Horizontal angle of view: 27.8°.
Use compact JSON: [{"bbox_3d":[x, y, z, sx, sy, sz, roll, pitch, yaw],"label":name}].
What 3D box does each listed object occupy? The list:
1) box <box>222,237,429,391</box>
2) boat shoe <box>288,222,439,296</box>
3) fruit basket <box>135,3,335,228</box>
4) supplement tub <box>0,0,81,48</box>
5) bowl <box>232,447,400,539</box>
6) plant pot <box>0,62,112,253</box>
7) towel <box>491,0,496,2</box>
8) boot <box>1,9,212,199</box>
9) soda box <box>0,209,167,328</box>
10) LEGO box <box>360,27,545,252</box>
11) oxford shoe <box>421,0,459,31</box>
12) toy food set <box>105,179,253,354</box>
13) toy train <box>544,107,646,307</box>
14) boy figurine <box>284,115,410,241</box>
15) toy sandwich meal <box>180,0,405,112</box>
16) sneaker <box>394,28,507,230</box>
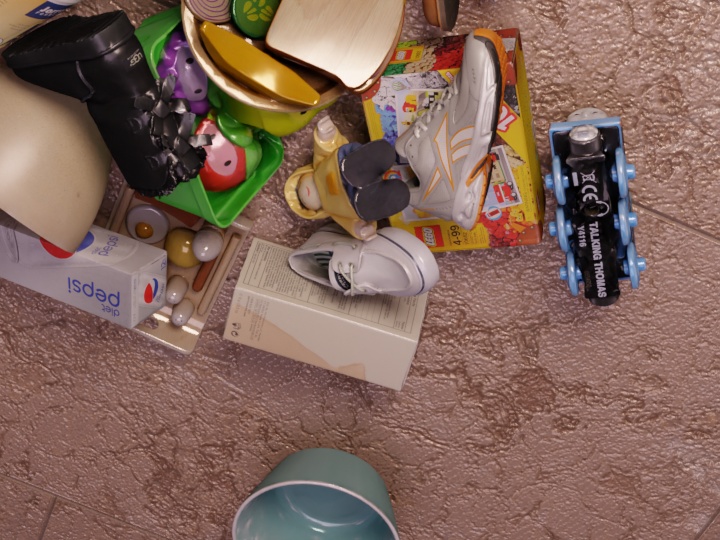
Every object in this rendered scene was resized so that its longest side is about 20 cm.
[{"bbox_3d":[-0.035,0.046,1.543,0.199,0.095,0.078,18,128,0],"label":"box"},{"bbox_3d":[0.000,0.000,1.449,0.200,0.067,0.074,8,126,58],"label":"boat shoe"},{"bbox_3d":[-0.118,-0.160,1.388,0.215,0.156,0.216,18,135,19],"label":"fruit basket"},{"bbox_3d":[-0.325,-0.289,1.325,0.199,0.145,0.145,-24,118,26],"label":"supplement tub"},{"bbox_3d":[-0.043,0.287,1.711,0.200,0.105,0.201,5,126,7],"label":"bowl"},{"bbox_3d":[-0.321,-0.131,1.432,0.200,0.200,0.135,38,89,-16],"label":"plant pot"},{"bbox_3d":[0.112,-0.345,1.230,0.132,0.034,0.200,-39,116,-2],"label":"towel"},{"bbox_3d":[-0.230,-0.149,1.325,0.198,0.073,0.163,4,130,48],"label":"boot"},{"bbox_3d":[-0.301,-0.009,1.530,0.199,0.063,0.069,20,122,23],"label":"soda box"},{"bbox_3d":[0.092,-0.122,1.404,0.148,0.077,0.201,-5,124,14],"label":"LEGO box"},{"bbox_3d":[0.045,-0.307,1.290,0.071,0.071,0.201,-6,113,21],"label":"oxford shoe"},{"bbox_3d":[-0.213,-0.008,1.559,0.143,0.061,0.200,24,126,-7],"label":"toy food set"},{"bbox_3d":[0.224,-0.064,1.397,0.086,0.114,0.201,-6,125,12],"label":"toy train"},{"bbox_3d":[-0.020,-0.088,1.404,0.064,0.200,0.125,-24,101,-20],"label":"boy figurine"},{"bbox_3d":[-0.060,-0.232,1.300,0.205,0.206,0.070,31,169,-11],"label":"toy sandwich meal"},{"bbox_3d":[0.077,-0.127,1.311,0.092,0.076,0.201,12,125,7],"label":"sneaker"}]
